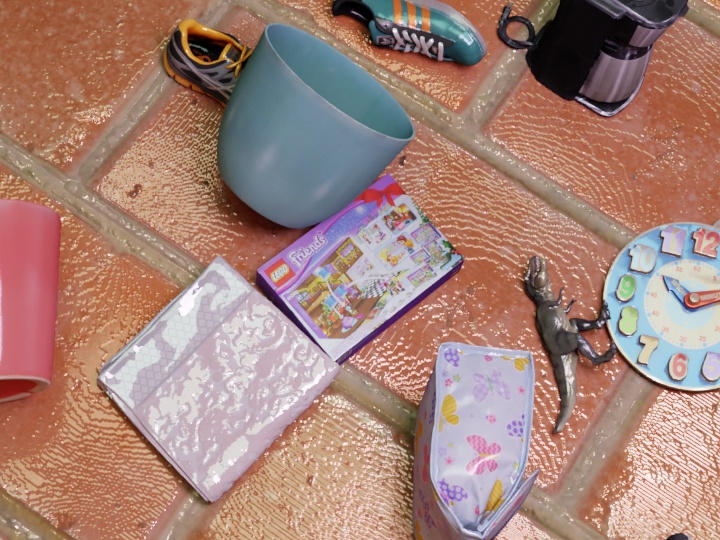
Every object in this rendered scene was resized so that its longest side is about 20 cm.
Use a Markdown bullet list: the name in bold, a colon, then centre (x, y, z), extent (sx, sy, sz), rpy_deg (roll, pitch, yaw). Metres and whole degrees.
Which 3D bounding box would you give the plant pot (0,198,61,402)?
- **plant pot**: centre (-0.398, 0.040, 1.497), extent (0.198, 0.201, 0.179), rpy_deg (-7, 76, -10)

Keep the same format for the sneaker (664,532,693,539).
- **sneaker**: centre (0.321, 0.373, 1.497), extent (0.076, 0.075, 0.202), rpy_deg (16, 75, -7)

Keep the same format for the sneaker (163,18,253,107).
- **sneaker**: centre (-0.139, -0.228, 1.699), extent (0.198, 0.077, 0.079), rpy_deg (23, 63, 1)

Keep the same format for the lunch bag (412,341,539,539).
- **lunch bag**: centre (0.115, 0.200, 1.488), extent (0.126, 0.170, 0.202), rpy_deg (9, 62, 0)

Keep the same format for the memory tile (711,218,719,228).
- **memory tile**: centre (0.513, 0.000, 1.708), extent (0.197, 0.017, 0.155), rpy_deg (-5, 67, -8)

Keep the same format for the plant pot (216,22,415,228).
- **plant pot**: centre (-0.066, -0.147, 1.605), extent (0.200, 0.200, 0.161), rpy_deg (43, 111, 12)

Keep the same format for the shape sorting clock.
- **shape sorting clock**: centre (0.375, 0.038, 1.652), extent (0.197, 0.039, 0.202), rpy_deg (0, 66, 1)

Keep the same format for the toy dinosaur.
- **toy dinosaur**: centre (0.239, 0.077, 1.623), extent (0.087, 0.047, 0.202), rpy_deg (-14, 67, 12)

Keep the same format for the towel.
- **towel**: centre (-0.154, 0.112, 1.556), extent (0.191, 0.032, 0.200), rpy_deg (43, 78, 12)

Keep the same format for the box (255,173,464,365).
- **box**: centre (0.000, 0.000, 1.634), extent (0.199, 0.039, 0.137), rpy_deg (-36, 76, -19)

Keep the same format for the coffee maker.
- **coffee maker**: centre (0.269, -0.297, 1.710), extent (0.190, 0.200, 0.136), rpy_deg (11, 64, -2)

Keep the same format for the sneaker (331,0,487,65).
- **sneaker**: centre (0.055, -0.292, 1.759), extent (0.199, 0.072, 0.080), rpy_deg (32, 71, 13)
